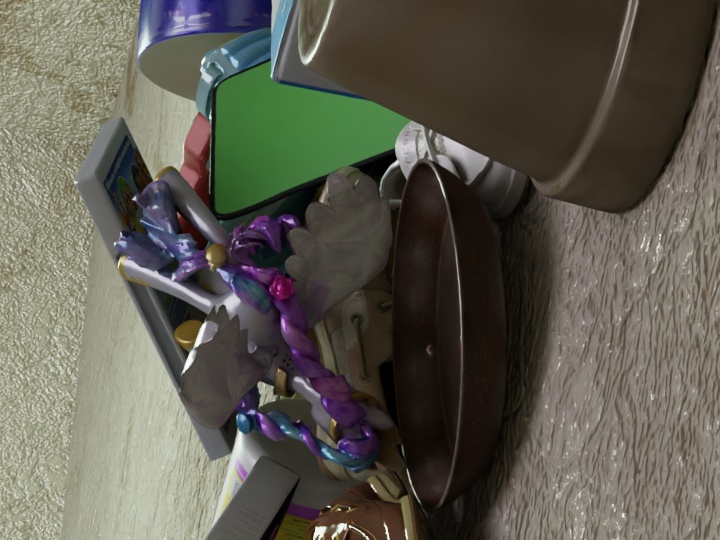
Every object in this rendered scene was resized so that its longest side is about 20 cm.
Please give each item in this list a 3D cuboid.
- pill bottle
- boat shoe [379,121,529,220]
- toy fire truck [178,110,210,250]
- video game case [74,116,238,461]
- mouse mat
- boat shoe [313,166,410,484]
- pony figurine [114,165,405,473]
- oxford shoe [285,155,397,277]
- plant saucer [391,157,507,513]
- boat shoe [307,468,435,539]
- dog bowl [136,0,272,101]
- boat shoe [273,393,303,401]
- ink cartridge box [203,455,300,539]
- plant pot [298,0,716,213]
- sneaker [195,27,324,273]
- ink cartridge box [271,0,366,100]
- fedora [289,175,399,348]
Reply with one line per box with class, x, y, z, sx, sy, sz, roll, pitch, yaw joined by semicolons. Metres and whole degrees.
pill bottle;-0.053;0.193;1.744;0.104;0.104;0.201;-96;20;-56
boat shoe;0.054;-0.065;1.528;0.200;0.069;0.071;129;150;-68
toy fire truck;-0.072;-0.036;1.907;0.112;0.199;0.169;40;111;37
video game case;-0.126;0.009;1.666;0.143;0.018;0.201;-83;-31;-72
mouse mat;-0.008;-0.112;1.668;0.161;0.199;0.008;-93;-21;-52
boat shoe;0.009;0.035;1.602;0.072;0.065;0.201;-25;-63;-62
pony figurine;-0.058;0.025;1.515;0.166;0.200;0.193;-43;-34;-14
oxford shoe;-0.030;-0.013;1.835;0.200;0.073;0.084;-50;-11;2
plant saucer;0.051;0.037;1.469;0.200;0.034;0.202;180;90;-80
boat shoe;0.010;0.167;1.484;0.200;0.067;0.072;-143;32;-81
dog bowl;-0.065;-0.180;1.915;0.200;0.199;0.079;136;141;-72
boat shoe;-0.048;0.117;1.898;0.072;0.062;0.201;-97;20;-57
ink cartridge box;-0.097;0.204;1.586;0.200;0.037;0.095;-52;-13;-56
plant pot;0.066;-0.141;1.277;0.200;0.172;0.201;-170;90;-78
sneaker;-0.079;-0.078;1.767;0.200;0.130;0.080;-54;-21;-19
ink cartridge box;0.023;-0.192;1.611;0.201;0.145;0.086;-92;15;-49
fedora;0.000;0.000;1.709;0.201;0.081;0.202;-169;90;-80
